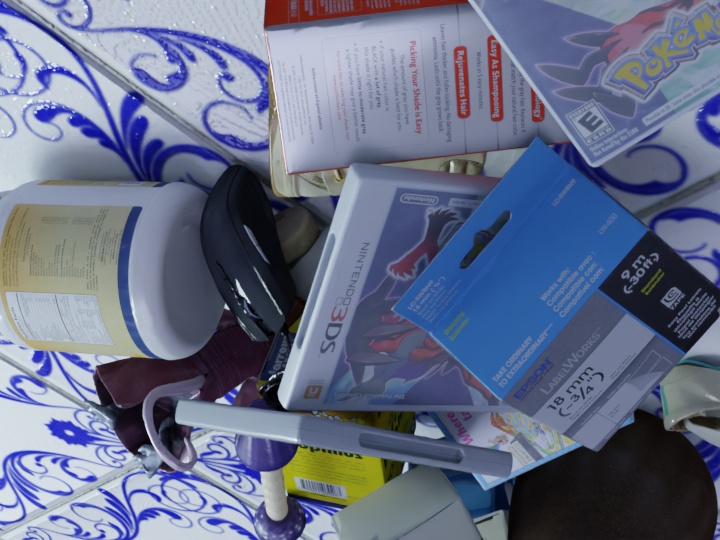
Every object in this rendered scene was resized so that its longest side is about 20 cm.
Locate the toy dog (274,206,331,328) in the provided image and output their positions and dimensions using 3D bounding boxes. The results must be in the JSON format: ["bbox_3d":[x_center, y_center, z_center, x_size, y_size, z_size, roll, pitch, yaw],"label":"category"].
[{"bbox_3d":[0.000,0.000,0.986,0.132,0.097,0.200,35,141,-22],"label":"toy dog"}]

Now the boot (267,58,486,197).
[{"bbox_3d":[0.016,-0.126,0.838,0.154,0.073,0.201,7,131,4],"label":"boot"}]

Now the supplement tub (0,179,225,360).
[{"bbox_3d":[-0.224,-0.003,1.038,0.198,0.145,0.145,3,141,21],"label":"supplement tub"}]

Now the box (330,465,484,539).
[{"bbox_3d":[0.073,0.287,1.082,0.201,0.108,0.128,62,175,-11],"label":"box"}]

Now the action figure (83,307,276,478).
[{"bbox_3d":[-0.136,0.080,1.084,0.135,0.199,0.149,58,153,-4],"label":"action figure"}]

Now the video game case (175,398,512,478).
[{"bbox_3d":[-0.017,0.124,0.929,0.181,0.022,0.199,15,170,-31],"label":"video game case"}]

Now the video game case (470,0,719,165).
[{"bbox_3d":[0.165,-0.172,0.672,0.199,0.023,0.182,-31,122,20],"label":"video game case"}]

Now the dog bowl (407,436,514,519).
[{"bbox_3d":[0.099,0.227,1.251,0.111,0.050,0.201,-9,145,0],"label":"dog bowl"}]

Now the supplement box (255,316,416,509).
[{"bbox_3d":[-0.016,0.126,1.147,0.109,0.109,0.201,8,143,14],"label":"supplement box"}]

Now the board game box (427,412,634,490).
[{"bbox_3d":[0.097,0.059,0.934,0.134,0.034,0.201,-29,109,22],"label":"board game box"}]

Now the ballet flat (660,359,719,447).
[{"bbox_3d":[0.346,0.128,1.031,0.198,0.070,0.070,10,144,10],"label":"ballet flat"}]

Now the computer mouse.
[{"bbox_3d":[-0.072,0.004,0.953,0.046,0.201,0.140,-10,169,-36],"label":"computer mouse"}]

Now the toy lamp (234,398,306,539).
[{"bbox_3d":[-0.078,0.180,1.105,0.058,0.059,0.201,10,144,11],"label":"toy lamp"}]

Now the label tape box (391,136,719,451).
[{"bbox_3d":[0.136,0.024,0.810,0.144,0.063,0.200,-50,136,10],"label":"label tape box"}]

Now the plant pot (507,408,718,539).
[{"bbox_3d":[0.198,0.234,1.058,0.185,0.200,0.189,5,105,21],"label":"plant pot"}]

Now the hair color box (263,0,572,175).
[{"bbox_3d":[0.046,-0.126,0.762,0.198,0.061,0.102,-6,124,1],"label":"hair color box"}]

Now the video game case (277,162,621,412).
[{"bbox_3d":[0.060,0.020,0.835,0.199,0.023,0.183,3,122,-26],"label":"video game case"}]

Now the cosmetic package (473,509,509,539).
[{"bbox_3d":[0.166,0.300,1.256,0.105,0.072,0.199,-28,149,30],"label":"cosmetic package"}]
